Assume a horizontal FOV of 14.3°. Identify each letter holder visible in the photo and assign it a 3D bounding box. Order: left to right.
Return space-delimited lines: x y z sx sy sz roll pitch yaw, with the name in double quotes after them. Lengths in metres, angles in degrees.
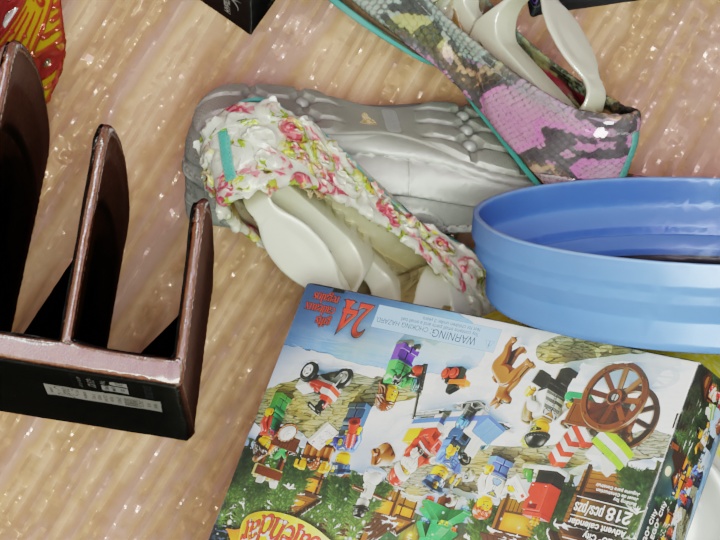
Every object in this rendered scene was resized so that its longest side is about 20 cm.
-0.113 -0.012 1.254 0.100 0.200 0.142 9 80 -1 "letter holder"

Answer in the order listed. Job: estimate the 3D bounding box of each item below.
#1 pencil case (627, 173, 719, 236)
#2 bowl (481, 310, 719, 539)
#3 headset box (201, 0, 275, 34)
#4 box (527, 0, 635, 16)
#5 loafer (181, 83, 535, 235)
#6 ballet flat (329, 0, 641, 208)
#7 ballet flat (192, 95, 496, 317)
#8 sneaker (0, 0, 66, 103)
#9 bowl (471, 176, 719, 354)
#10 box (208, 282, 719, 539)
0.113 0.055 1.313 0.086 0.083 0.200 26 80 31 "pencil case"
0.105 0.106 1.213 0.200 0.108 0.200 1 86 -10 "bowl"
-0.092 -0.232 1.354 0.200 0.077 0.149 35 82 2 "headset box"
0.172 -0.196 1.333 0.200 0.122 0.106 -8 80 -4 "box"
0.016 -0.040 1.338 0.200 0.070 0.070 8 120 -7 "loafer"
0.059 -0.110 1.318 0.200 0.069 0.071 45 120 27 "ballet flat"
0.000 0.000 1.284 0.200 0.064 0.076 36 125 -28 "ballet flat"
-0.179 -0.132 1.319 0.077 0.073 0.200 29 117 38 "sneaker"
0.145 -0.003 1.183 0.200 0.201 0.039 1 101 -2 "bowl"
0.040 0.088 1.158 0.200 0.038 0.137 11 73 38 "box"
